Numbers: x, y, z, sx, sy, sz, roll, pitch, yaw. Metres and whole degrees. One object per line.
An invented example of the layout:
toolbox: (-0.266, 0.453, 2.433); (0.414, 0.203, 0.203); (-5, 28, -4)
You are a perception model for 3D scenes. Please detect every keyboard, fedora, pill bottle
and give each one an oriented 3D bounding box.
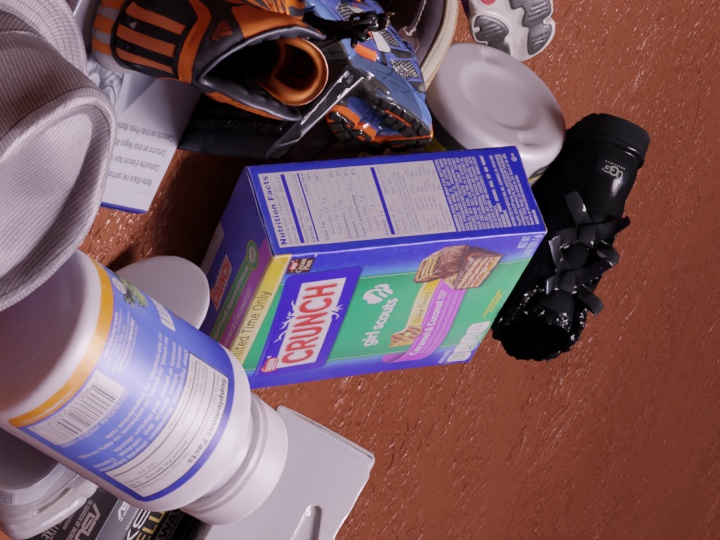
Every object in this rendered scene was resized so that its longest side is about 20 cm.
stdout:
keyboard: (-0.050, -0.115, 1.629); (0.127, 0.200, 0.021); (-44, 111, -15)
fedora: (-0.191, -0.054, 1.403); (0.200, 0.090, 0.177); (-48, 142, -15)
pill bottle: (0.051, -0.057, 1.960); (0.114, 0.114, 0.200); (-34, 164, -52)
pill bottle: (-0.136, 0.075, 1.622); (0.200, 0.112, 0.112); (36, 82, -41)

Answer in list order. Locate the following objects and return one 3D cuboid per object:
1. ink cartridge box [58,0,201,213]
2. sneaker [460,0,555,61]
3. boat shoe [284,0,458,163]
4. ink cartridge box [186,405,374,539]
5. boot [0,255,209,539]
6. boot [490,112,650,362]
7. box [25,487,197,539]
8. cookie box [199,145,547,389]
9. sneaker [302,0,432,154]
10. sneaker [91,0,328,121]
ink cartridge box: (-0.158, -0.088, 1.570); (0.201, 0.040, 0.199); (-64, 160, 7)
sneaker: (0.083, -0.240, 1.934); (0.080, 0.084, 0.201); (-18, 129, -13)
boat shoe: (0.007, -0.136, 1.872); (0.072, 0.065, 0.201); (-18, -140, 53)
ink cartridge box: (-0.076, 0.193, 1.959); (0.146, 0.083, 0.200); (-61, -177, -20)
boot: (-0.171, 0.082, 1.740); (0.200, 0.073, 0.096); (-46, 164, -21)
boot: (0.138, -0.013, 1.944); (0.198, 0.073, 0.163); (134, -22, -72)
box: (-0.189, 0.211, 1.870); (0.201, 0.050, 0.158); (-60, 161, -5)
cookie box: (0.000, 0.000, 1.828); (0.199, 0.076, 0.171); (-6, 149, -23)
sneaker: (-0.022, -0.149, 1.762); (0.200, 0.075, 0.079); (43, 41, -50)
sneaker: (-0.059, -0.124, 1.542); (0.200, 0.112, 0.078); (-24, 133, -61)
